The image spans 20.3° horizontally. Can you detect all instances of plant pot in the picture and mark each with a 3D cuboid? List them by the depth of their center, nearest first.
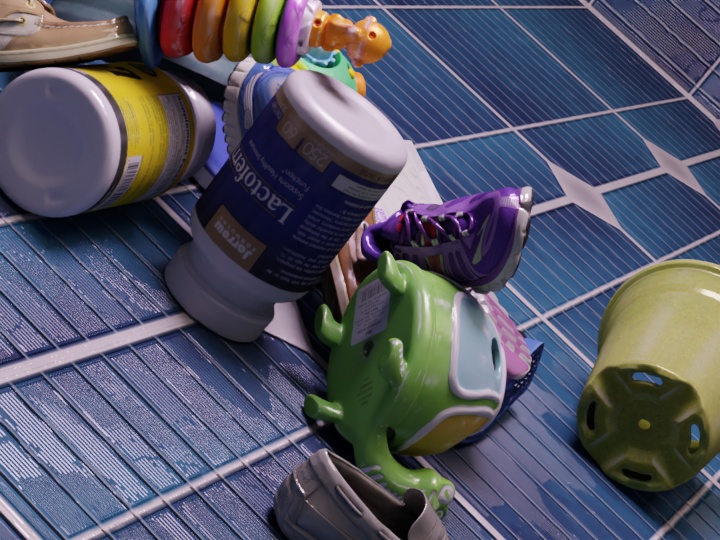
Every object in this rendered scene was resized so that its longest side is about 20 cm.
[{"bbox_3d":[-0.158,-0.236,1.724,0.199,0.135,0.200,21,-3,1],"label":"plant pot"},{"bbox_3d":[0.295,0.115,1.917,0.200,0.201,0.184,41,31,5],"label":"plant pot"}]

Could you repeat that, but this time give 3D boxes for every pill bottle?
[{"bbox_3d":[-0.062,-0.048,1.578,0.115,0.200,0.116,33,20,-13],"label":"pill bottle"},{"bbox_3d":[-0.199,-0.107,1.590,0.114,0.114,0.200,43,20,11],"label":"pill bottle"}]

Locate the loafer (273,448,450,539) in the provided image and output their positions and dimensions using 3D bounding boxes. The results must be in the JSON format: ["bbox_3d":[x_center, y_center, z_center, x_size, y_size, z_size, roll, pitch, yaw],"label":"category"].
[{"bbox_3d":[0.032,0.192,1.425,0.199,0.070,0.070,30,22,-25],"label":"loafer"}]

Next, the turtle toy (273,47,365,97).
[{"bbox_3d":[-0.078,-0.189,1.930,0.199,0.102,0.146,19,-16,34],"label":"turtle toy"}]

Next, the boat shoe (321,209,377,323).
[{"bbox_3d":[0.000,0.000,1.697,0.067,0.072,0.201,-5,58,-12],"label":"boat shoe"}]

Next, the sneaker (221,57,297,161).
[{"bbox_3d":[-0.064,-0.073,1.661,0.089,0.201,0.079,8,28,16],"label":"sneaker"}]

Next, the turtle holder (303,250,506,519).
[{"bbox_3d":[0.047,0.086,1.559,0.131,0.141,0.186,21,30,-28],"label":"turtle holder"}]

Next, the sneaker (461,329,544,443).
[{"bbox_3d":[0.094,0.093,1.766,0.077,0.071,0.200,23,20,18],"label":"sneaker"}]

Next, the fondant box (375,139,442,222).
[{"bbox_3d":[0.014,-0.049,1.867,0.200,0.058,0.145,-4,64,-61],"label":"fondant box"}]

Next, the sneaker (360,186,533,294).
[{"bbox_3d":[0.065,-0.024,1.590,0.083,0.200,0.081,22,67,-26],"label":"sneaker"}]

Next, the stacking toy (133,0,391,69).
[{"bbox_3d":[-0.071,-0.200,1.565,0.199,0.117,0.110,16,-21,5],"label":"stacking toy"}]

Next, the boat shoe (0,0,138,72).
[{"bbox_3d":[-0.271,-0.186,1.536,0.198,0.067,0.074,-5,3,-2],"label":"boat shoe"}]

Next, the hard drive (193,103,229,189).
[{"bbox_3d":[-0.126,-0.107,1.844,0.200,0.025,0.132,47,21,19],"label":"hard drive"}]

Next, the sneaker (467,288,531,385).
[{"bbox_3d":[0.076,0.042,1.713,0.081,0.088,0.200,49,7,-38],"label":"sneaker"}]
